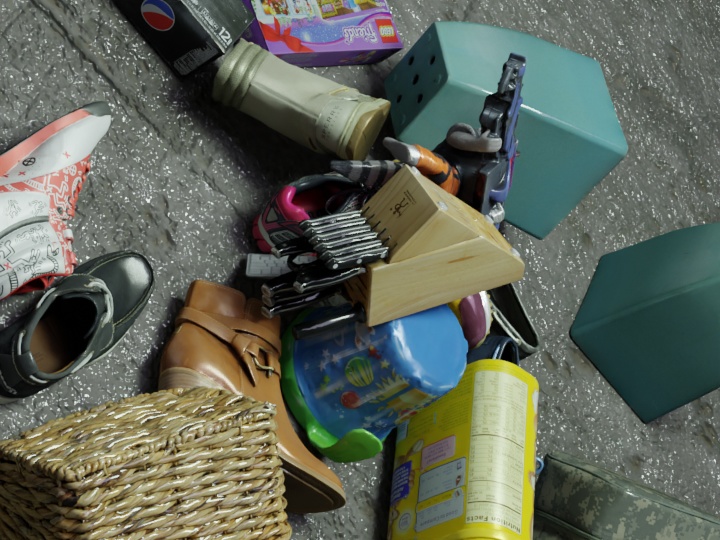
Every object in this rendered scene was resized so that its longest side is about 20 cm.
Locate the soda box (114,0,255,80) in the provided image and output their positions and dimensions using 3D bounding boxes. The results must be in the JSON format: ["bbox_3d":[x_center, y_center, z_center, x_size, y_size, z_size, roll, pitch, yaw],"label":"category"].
[{"bbox_3d":[-0.188,-0.272,1.634,0.200,0.063,0.071,50,41,-16],"label":"soda box"}]

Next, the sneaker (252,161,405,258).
[{"bbox_3d":[0.003,-0.058,1.661,0.200,0.075,0.081,-19,70,-28],"label":"sneaker"}]

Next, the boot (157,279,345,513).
[{"bbox_3d":[-0.081,0.106,1.544,0.200,0.074,0.155,36,43,-32],"label":"boot"}]

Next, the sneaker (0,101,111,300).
[{"bbox_3d":[-0.250,-0.051,1.452,0.201,0.067,0.108,-40,101,-45],"label":"sneaker"}]

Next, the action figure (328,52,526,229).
[{"bbox_3d":[0.075,-0.106,1.617,0.193,0.104,0.200,-17,127,-48],"label":"action figure"}]

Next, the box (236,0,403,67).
[{"bbox_3d":[-0.055,-0.268,1.791,0.200,0.039,0.137,-10,77,-49],"label":"box"}]

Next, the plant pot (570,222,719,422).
[{"bbox_3d":[0.357,0.041,1.939,0.141,0.200,0.141,48,43,-18],"label":"plant pot"}]

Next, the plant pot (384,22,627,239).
[{"bbox_3d":[0.132,-0.154,1.829,0.200,0.141,0.141,21,39,-29],"label":"plant pot"}]

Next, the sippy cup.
[{"bbox_3d":[0.019,0.079,1.616,0.139,0.130,0.178,4,68,-45],"label":"sippy cup"}]

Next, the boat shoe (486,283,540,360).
[{"bbox_3d":[0.116,-0.001,1.811,0.071,0.064,0.200,-30,92,-50],"label":"boat shoe"}]

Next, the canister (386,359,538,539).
[{"bbox_3d":[0.090,0.192,1.619,0.086,0.148,0.200,32,48,-32],"label":"canister"}]

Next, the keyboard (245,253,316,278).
[{"bbox_3d":[0.000,0.000,1.608,0.056,0.199,0.011,-97,-171,-76],"label":"keyboard"}]

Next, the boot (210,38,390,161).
[{"bbox_3d":[-0.056,-0.155,1.694,0.154,0.072,0.200,25,5,2],"label":"boot"}]

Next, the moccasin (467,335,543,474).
[{"bbox_3d":[0.124,0.155,1.733,0.080,0.068,0.201,11,65,-44],"label":"moccasin"}]

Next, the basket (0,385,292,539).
[{"bbox_3d":[-0.166,0.182,1.367,0.200,0.143,0.149,-16,105,-38],"label":"basket"}]

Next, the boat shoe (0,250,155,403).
[{"bbox_3d":[-0.217,0.039,1.439,0.072,0.068,0.200,57,39,-6],"label":"boat shoe"}]

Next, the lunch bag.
[{"bbox_3d":[0.244,0.285,1.743,0.200,0.139,0.168,23,90,-36],"label":"lunch bag"}]

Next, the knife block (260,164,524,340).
[{"bbox_3d":[0.020,0.005,1.551,0.200,0.176,0.064,29,21,-48],"label":"knife block"}]

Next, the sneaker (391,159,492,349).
[{"bbox_3d":[0.048,-0.007,1.746,0.090,0.075,0.200,-22,80,-41],"label":"sneaker"}]
